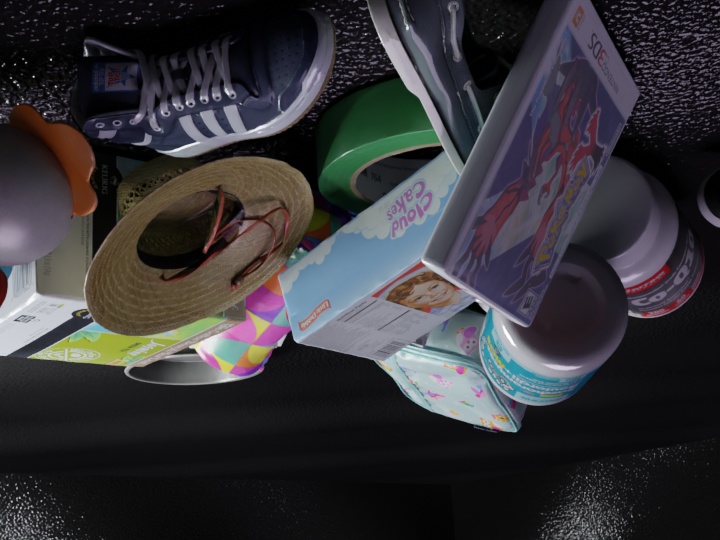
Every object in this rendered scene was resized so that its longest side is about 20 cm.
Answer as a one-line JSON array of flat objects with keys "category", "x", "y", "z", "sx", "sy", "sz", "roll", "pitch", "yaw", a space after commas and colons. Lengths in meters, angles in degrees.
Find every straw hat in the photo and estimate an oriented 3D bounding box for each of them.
[{"category": "straw hat", "x": -0.141, "y": -0.044, "z": 0.856, "sx": 0.200, "sy": 0.085, "sz": 0.202, "roll": -29, "pitch": 152, "yaw": -17}]

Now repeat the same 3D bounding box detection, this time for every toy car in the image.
[{"category": "toy car", "x": -0.271, "y": -0.055, "z": 0.748, "sx": 0.199, "sy": 0.178, "sz": 0.185, "roll": -31, "pitch": -167, "yaw": 13}]

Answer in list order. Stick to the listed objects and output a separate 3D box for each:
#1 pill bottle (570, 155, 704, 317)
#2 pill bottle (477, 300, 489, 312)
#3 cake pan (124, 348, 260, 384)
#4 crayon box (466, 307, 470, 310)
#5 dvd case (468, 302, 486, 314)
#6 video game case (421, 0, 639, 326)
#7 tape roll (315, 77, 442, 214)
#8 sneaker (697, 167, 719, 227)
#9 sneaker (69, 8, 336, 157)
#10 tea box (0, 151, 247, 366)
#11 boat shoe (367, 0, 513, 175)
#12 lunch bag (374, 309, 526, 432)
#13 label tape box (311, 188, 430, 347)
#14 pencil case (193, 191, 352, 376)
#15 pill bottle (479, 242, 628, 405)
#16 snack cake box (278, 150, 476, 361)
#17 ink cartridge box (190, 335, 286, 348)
[{"category": "pill bottle", "x": 0.248, "y": -0.029, "z": 1.026, "sx": 0.113, "sy": 0.115, "sz": 0.200, "roll": -11, "pitch": 162, "yaw": 25}, {"category": "pill bottle", "x": 0.180, "y": 0.006, "z": 1.139, "sx": 0.109, "sy": 0.111, "sz": 0.199, "roll": -14, "pitch": 160, "yaw": 32}, {"category": "cake pan", "x": -0.237, "y": 0.127, "z": 1.574, "sx": 0.198, "sy": 0.037, "sz": 0.200, "roll": -3, "pitch": 164, "yaw": -1}, {"category": "crayon box", "x": 0.062, "y": 0.064, "z": 1.328, "sx": 0.118, "sy": 0.059, "sz": 0.200, "roll": -12, "pitch": 149, "yaw": 27}, {"category": "dvd case", "x": 0.160, "y": 0.058, "z": 1.299, "sx": 0.018, "sy": 0.142, "sz": 0.200, "roll": -49, "pitch": 157, "yaw": -1}, {"category": "video game case", "x": 0.125, "y": -0.071, "z": 0.758, "sx": 0.023, "sy": 0.201, "sz": 0.182, "roll": 25, "pitch": 179, "yaw": 29}, {"category": "tape roll", "x": 0.063, "y": -0.095, "z": 0.887, "sx": 0.198, "sy": 0.049, "sz": 0.201, "roll": -3, "pitch": 163, "yaw": -1}, {"category": "sneaker", "x": 0.396, "y": -0.094, "z": 0.939, "sx": 0.198, "sy": 0.074, "sz": 0.112, "roll": -10, "pitch": 161, "yaw": -7}, {"category": "sneaker", "x": -0.112, "y": -0.125, "z": 0.716, "sx": 0.108, "sy": 0.071, "sz": 0.199, "roll": 10, "pitch": 162, "yaw": -42}, {"category": "tea box", "x": -0.233, "y": -0.004, "z": 0.976, "sx": 0.195, "sy": 0.135, "sz": 0.199, "roll": 8, "pitch": 160, "yaw": -37}, {"category": "boat shoe", "x": 0.073, "y": -0.117, "z": 0.718, "sx": 0.061, "sy": 0.073, "sz": 0.200, "roll": -23, "pitch": 135, "yaw": 17}, {"category": "lunch bag", "x": 0.102, "y": 0.109, "z": 1.232, "sx": 0.159, "sy": 0.078, "sz": 0.200, "roll": 10, "pitch": 155, "yaw": 27}, {"category": "label tape box", "x": 0.000, "y": 0.000, "z": 1.063, "sx": 0.143, "sy": 0.064, "sz": 0.200, "roll": 23, "pitch": 168, "yaw": 14}, {"category": "pencil case", "x": -0.078, "y": 0.016, "z": 1.003, "sx": 0.088, "sy": 0.089, "sz": 0.200, "roll": 8, "pitch": 141, "yaw": -34}, {"category": "pill bottle", "x": 0.164, "y": 0.056, "z": 0.976, "sx": 0.109, "sy": 0.112, "sz": 0.200, "roll": -3, "pitch": 162, "yaw": 0}, {"category": "snack cake box", "x": 0.044, "y": -0.008, "z": 0.882, "sx": 0.199, "sy": 0.068, "sz": 0.115, "roll": -35, "pitch": 147, "yaw": 29}, {"category": "ink cartridge box", "x": -0.140, "y": 0.044, "z": 1.269, "sx": 0.115, "sy": 0.069, "sz": 0.200, "roll": 0, "pitch": 163, "yaw": -10}]
